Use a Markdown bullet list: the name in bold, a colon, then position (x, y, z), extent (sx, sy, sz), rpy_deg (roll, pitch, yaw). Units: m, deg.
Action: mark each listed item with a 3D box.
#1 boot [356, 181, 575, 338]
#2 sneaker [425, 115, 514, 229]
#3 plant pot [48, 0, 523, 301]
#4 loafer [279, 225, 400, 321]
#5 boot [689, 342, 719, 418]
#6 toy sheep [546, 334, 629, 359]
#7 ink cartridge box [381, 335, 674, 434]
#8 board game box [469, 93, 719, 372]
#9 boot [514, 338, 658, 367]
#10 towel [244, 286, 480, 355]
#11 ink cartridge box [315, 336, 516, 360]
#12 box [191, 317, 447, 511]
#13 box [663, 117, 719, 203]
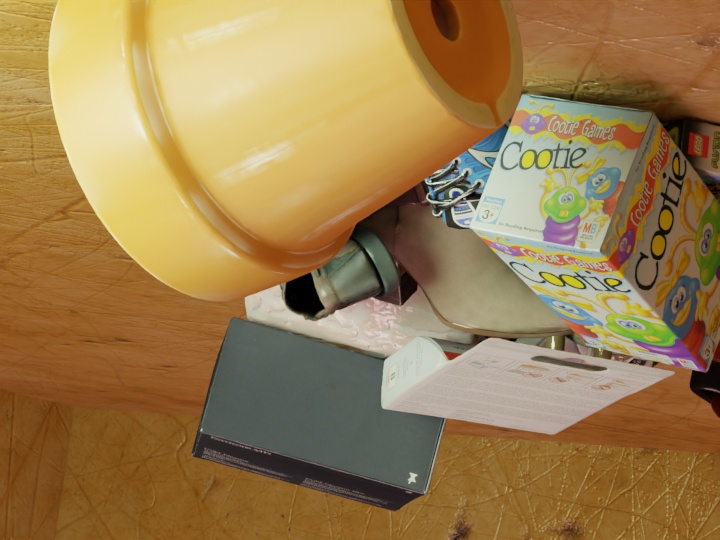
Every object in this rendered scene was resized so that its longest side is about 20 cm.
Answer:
- **boot**: position (0.072, -0.035, 1.414), extent (0.199, 0.147, 0.070), rpy_deg (9, -147, 16)
- **sneaker**: position (0.071, -0.077, 1.308), extent (0.200, 0.089, 0.078), rpy_deg (16, 166, -43)
- **plant pot**: position (-0.025, -0.103, 0.991), extent (0.183, 0.201, 0.200), rpy_deg (-18, 157, 33)
- **loafer**: position (-0.035, 0.005, 1.441), extent (0.063, 0.072, 0.200), rpy_deg (-32, -173, -18)
- **boot**: position (0.387, 0.082, 1.836), extent (0.200, 0.145, 0.072), rpy_deg (13, 167, -37)
- **toy sheep**: position (0.204, 0.007, 1.566), extent (0.138, 0.138, 0.200), rpy_deg (-1, 176, 40)
- **ink cartridge box**: position (0.127, 0.075, 1.508), extent (0.162, 0.057, 0.200), rpy_deg (10, 154, -20)
- **board game box**: position (0.175, -0.023, 1.321), extent (0.105, 0.103, 0.200), rpy_deg (12, 162, 36)
- **boot**: position (0.210, 0.059, 1.654), extent (0.096, 0.200, 0.074), rpy_deg (49, 168, 12)
- **towel**: position (0.000, 0.000, 1.552), extent (0.199, 0.032, 0.191), rpy_deg (12, 141, 12)
- **ink cartridge box**: position (0.081, 0.029, 1.740), extent (0.200, 0.147, 0.146), rpy_deg (12, 170, -26)
- **box**: position (-0.036, 0.129, 1.680), extent (0.199, 0.104, 0.182), rpy_deg (16, 168, -5)
- **box**: position (0.232, -0.066, 1.412), extent (0.110, 0.035, 0.200), rpy_deg (11, 170, -19)
